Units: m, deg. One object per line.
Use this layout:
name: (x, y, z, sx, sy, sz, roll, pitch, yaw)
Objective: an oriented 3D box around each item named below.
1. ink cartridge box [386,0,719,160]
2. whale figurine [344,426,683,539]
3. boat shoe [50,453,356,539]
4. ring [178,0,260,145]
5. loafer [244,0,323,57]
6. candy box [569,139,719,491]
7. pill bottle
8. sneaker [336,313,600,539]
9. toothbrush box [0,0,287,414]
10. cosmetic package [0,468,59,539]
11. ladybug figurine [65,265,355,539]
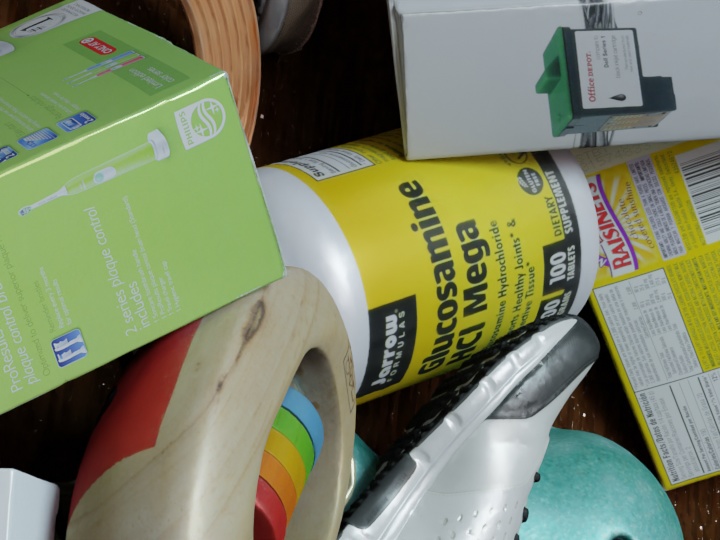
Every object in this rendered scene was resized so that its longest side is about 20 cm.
ink cartridge box: (0.108, -0.128, 0.931, 0.199, 0.085, 0.146, -4, 41, 0)
whale figurine: (0.060, 0.122, 0.948, 0.200, 0.104, 0.160, 21, 69, -24)
boat shoe: (-0.099, 0.116, 0.865, 0.199, 0.068, 0.075, -16, 79, -13)
ring: (-0.121, -0.075, 0.884, 0.200, 0.019, 0.201, -17, 115, -43)
loafer: (-0.010, -0.184, 0.993, 0.071, 0.073, 0.201, 26, 66, -24)
candy box: (0.163, 0.009, 1.015, 0.026, 0.102, 0.200, -79, 148, -60)
pill bottle: (0.000, 0.000, 0.933, 0.200, 0.112, 0.113, -19, 89, -34)
sneaker: (0.040, 0.104, 0.886, 0.080, 0.074, 0.200, 41, 78, -3)
toothbrush box: (-0.151, -0.013, 0.757, 0.200, 0.146, 0.086, -26, 118, -21)
cosmetic package: (-0.209, 0.146, 0.729, 0.199, 0.052, 0.151, -2, 77, 12)
ladybug figurine: (-0.053, 0.074, 0.774, 0.200, 0.072, 0.136, -63, 150, -57)
